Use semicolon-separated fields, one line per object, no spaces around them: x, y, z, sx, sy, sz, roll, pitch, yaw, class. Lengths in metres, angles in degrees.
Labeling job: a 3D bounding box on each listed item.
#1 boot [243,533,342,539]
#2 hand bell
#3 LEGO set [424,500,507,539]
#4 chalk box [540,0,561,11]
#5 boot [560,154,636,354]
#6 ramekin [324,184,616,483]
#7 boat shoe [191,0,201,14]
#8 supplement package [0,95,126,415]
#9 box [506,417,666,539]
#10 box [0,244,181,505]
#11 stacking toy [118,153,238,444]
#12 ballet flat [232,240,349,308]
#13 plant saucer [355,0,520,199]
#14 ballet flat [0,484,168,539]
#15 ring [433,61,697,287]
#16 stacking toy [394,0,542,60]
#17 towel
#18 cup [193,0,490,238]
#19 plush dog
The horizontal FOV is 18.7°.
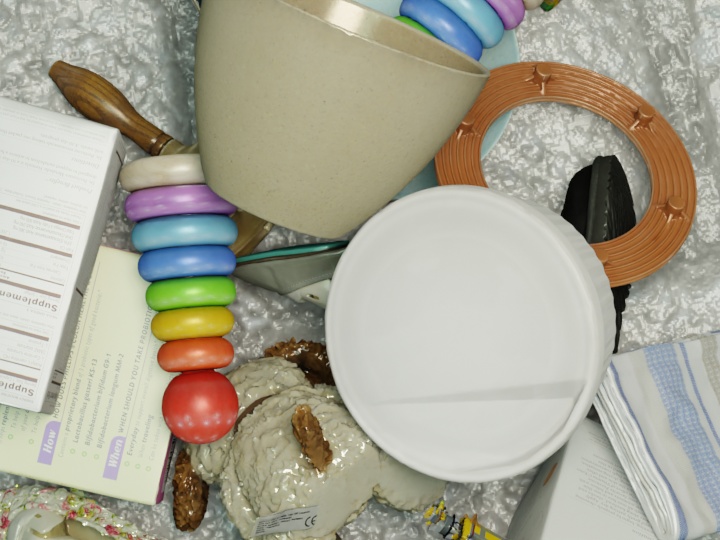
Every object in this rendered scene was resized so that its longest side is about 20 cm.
-0.114;0.247;1.616;0.186;0.064;0.200;32;85;-4;boot
-0.154;-0.096;1.639;0.200;0.104;0.104;37;86;14;hand bell
0.010;0.244;1.507;0.116;0.154;0.200;30;130;-8;LEGO set
0.124;-0.315;1.629;0.124;0.124;0.200;-43;87;-4;chalk box
0.116;0.006;1.631;0.158;0.079;0.211;0;59;23;boot
0.083;0.038;1.497;0.202;0.094;0.203;4;100;24;ramekin
-0.083;-0.188;1.592;0.071;0.091;0.200;-35;88;-3;boat shoe
-0.242;-0.010;1.507;0.109;0.114;0.200;15;84;-2;supplement package
0.153;0.219;1.539;0.097;0.200;0.124;26;126;0;box
-0.224;0.065;1.607;0.200;0.097;0.176;13;86;-1;box
-0.121;0.022;1.529;0.085;0.085;0.200;-4;86;-2;stacking toy
0.000;0.000;1.599;0.200;0.067;0.064;-14;88;18;ballet flat
0.020;-0.152;1.657;0.201;0.039;0.201;0;86;-1;plant saucer
-0.200;0.203;1.581;0.200;0.064;0.076;15;97;22;ballet flat
0.151;-0.075;1.588;0.200;0.019;0.201;7;55;-10;ring
0.043;-0.153;1.587;0.085;0.085;0.200;39;85;1;stacking toy
0.251;0.114;1.579;0.200;0.024;0.147;-9;70;-45;towel
-0.032;-0.106;1.463;0.200;0.200;0.143;23;101;0;cup
-0.059;0.129;1.573;0.200;0.172;0.161;-44;132;-16;plush dog
